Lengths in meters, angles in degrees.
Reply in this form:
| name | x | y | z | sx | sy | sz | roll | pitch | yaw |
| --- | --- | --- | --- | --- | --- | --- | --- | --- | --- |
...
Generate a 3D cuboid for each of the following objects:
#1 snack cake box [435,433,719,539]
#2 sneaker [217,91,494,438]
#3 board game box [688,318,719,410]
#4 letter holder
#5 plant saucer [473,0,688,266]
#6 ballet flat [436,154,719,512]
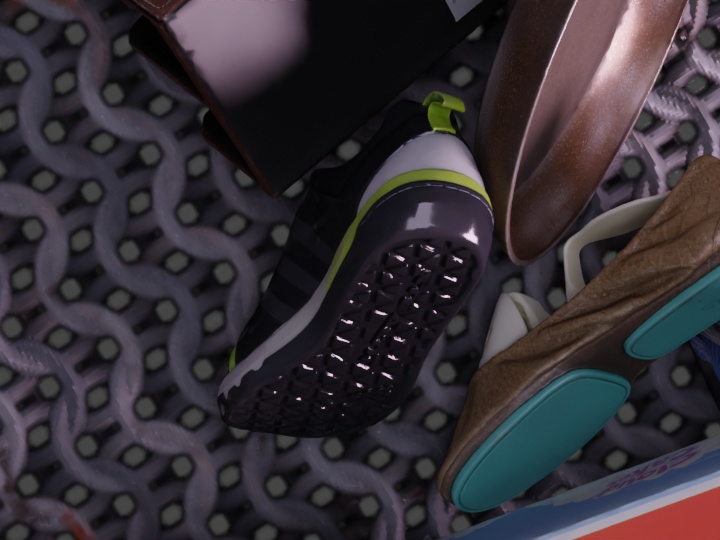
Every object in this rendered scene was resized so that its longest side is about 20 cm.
| name | x | y | z | sx | sy | sz | roll | pitch | yaw |
| --- | --- | --- | --- | --- | --- | --- | --- | --- | --- |
| snack cake box | 0.106 | 0.152 | 0.836 | 0.199 | 0.067 | 0.116 | -23 | 93 | 22 |
| sneaker | 0.000 | 0.000 | 0.827 | 0.071 | 0.200 | 0.084 | 13 | 53 | -25 |
| board game box | 0.228 | 0.107 | 0.852 | 0.061 | 0.200 | 0.201 | -26 | 108 | -7 |
| letter holder | -0.015 | -0.153 | 0.850 | 0.200 | 0.142 | 0.101 | -41 | 127 | -9 |
| plant saucer | 0.096 | -0.099 | 0.819 | 0.032 | 0.200 | 0.202 | 25 | 87 | 17 |
| ballet flat | 0.100 | 0.022 | 0.867 | 0.200 | 0.068 | 0.073 | -45 | 53 | 23 |
